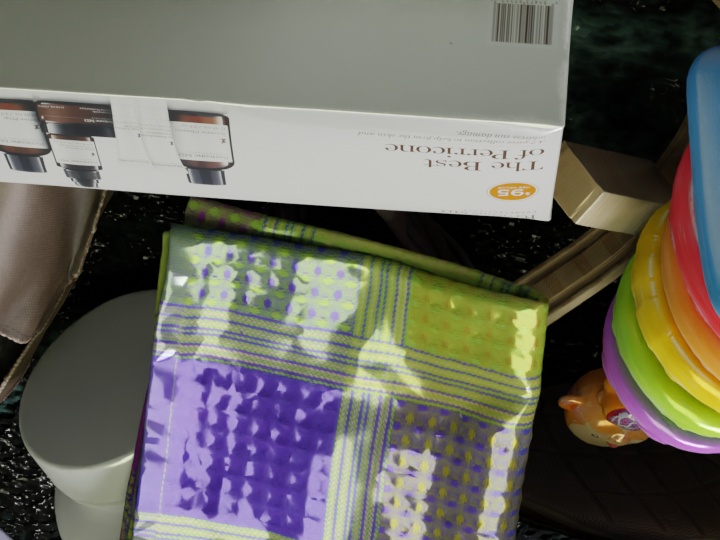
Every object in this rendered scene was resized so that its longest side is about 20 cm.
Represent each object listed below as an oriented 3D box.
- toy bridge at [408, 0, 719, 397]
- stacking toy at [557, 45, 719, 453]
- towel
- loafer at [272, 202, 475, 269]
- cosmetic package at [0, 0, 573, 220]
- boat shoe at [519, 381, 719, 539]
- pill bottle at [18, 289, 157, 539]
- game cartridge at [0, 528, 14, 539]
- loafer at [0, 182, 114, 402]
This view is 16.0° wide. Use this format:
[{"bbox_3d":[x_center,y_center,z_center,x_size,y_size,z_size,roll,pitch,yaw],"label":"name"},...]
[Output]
[{"bbox_3d":[0.089,-0.028,0.884,0.200,0.027,0.067,-48,150,22],"label":"toy bridge"},{"bbox_3d":[0.122,0.019,0.875,0.115,0.111,0.200,9,152,-22],"label":"stacking toy"},{"bbox_3d":[-0.015,0.085,0.892,0.142,0.023,0.202,14,109,9],"label":"towel"},{"bbox_3d":[0.000,0.000,0.928,0.071,0.063,0.201,-7,136,12],"label":"loafer"},{"bbox_3d":[-0.035,-0.056,0.805,0.198,0.051,0.083,4,162,3],"label":"cosmetic package"},{"bbox_3d":[0.138,0.098,1.017,0.198,0.076,0.072,11,139,-4],"label":"boat shoe"},{"bbox_3d":[-0.049,0.102,1.007,0.112,0.113,0.200,-15,135,20],"label":"pill bottle"},{"bbox_3d":[-0.222,0.054,0.983,0.129,0.039,0.200,8,149,46],"label":"game cartridge"},{"bbox_3d":[-0.128,-0.007,0.927,0.072,0.071,0.201,12,137,-8],"label":"loafer"}]
